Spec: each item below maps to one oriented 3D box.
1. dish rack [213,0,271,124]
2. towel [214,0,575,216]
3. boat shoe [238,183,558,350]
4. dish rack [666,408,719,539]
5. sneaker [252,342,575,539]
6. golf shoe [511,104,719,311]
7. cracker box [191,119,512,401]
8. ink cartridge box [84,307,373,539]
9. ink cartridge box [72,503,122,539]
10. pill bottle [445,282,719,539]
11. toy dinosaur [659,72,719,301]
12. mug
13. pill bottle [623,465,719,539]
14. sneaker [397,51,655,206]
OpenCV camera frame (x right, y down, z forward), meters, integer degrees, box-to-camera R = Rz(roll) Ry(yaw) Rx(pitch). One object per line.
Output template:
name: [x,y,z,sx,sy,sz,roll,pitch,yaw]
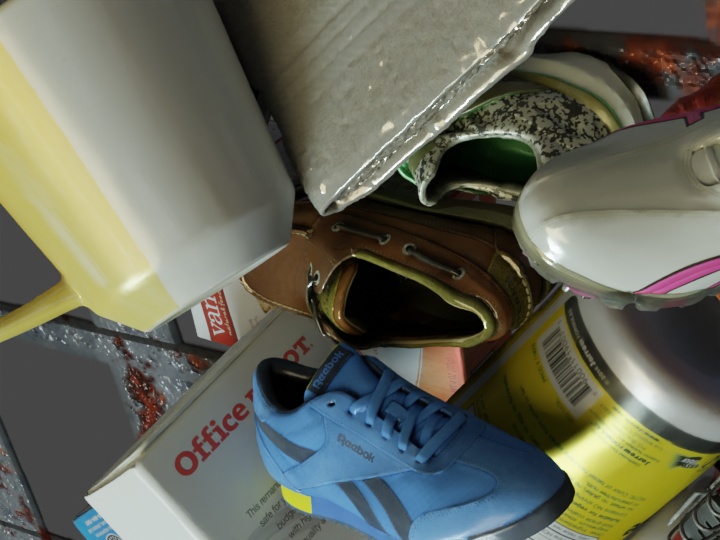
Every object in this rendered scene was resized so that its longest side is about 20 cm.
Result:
dish rack: [-0.114,-0.111,0.834,0.171,0.043,0.201,28,105,19]
towel: [0.017,-0.133,0.707,0.200,0.034,0.133,-40,68,36]
boat shoe: [0.000,0.000,0.773,0.199,0.068,0.072,-1,123,41]
dish rack: [0.189,0.133,0.627,0.154,0.054,0.200,52,156,19]
sneaker: [0.013,0.080,0.729,0.199,0.066,0.079,6,121,51]
golf shoe: [0.153,-0.041,0.569,0.092,0.199,0.073,101,157,-56]
cracker box: [-0.016,-0.008,0.875,0.199,0.058,0.135,14,129,33]
ink cartridge box: [-0.030,0.141,0.857,0.200,0.144,0.084,49,144,-6]
ink cartridge box: [-0.047,0.173,0.978,0.200,0.145,0.147,50,142,-5]
pill bottle: [0.103,0.085,0.777,0.112,0.112,0.200,43,127,3]
toy dinosaur: [0.187,0.008,0.656,0.181,0.201,0.105,32,132,-33]
mug: [-0.122,-0.047,0.752,0.186,0.149,0.154,-32,91,26]
pill bottle: [0.209,0.204,0.811,0.200,0.116,0.116,44,140,3]
sneaker: [0.039,-0.070,0.754,0.199,0.089,0.077,11,129,35]
